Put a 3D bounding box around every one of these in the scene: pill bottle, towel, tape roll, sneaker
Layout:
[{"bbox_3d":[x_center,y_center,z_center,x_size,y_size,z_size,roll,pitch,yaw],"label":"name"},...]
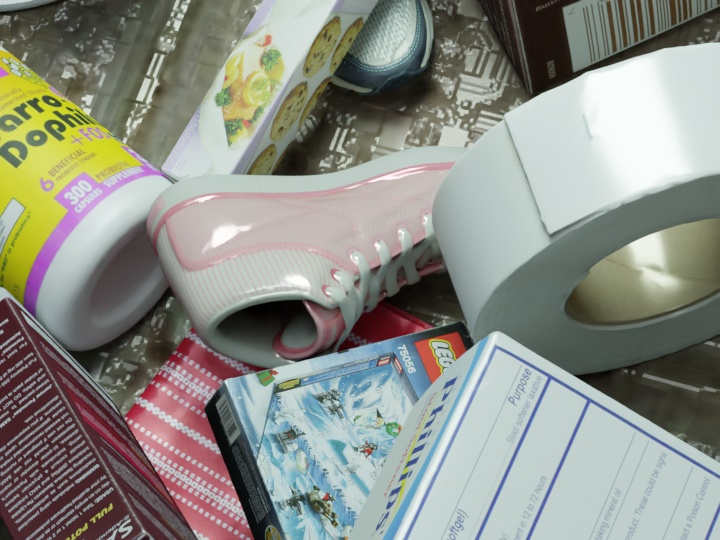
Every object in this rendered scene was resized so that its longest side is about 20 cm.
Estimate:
[{"bbox_3d":[-0.190,-0.053,1.518,0.200,0.104,0.104,37,78,21],"label":"pill bottle"},{"bbox_3d":[-0.051,0.090,1.479,0.145,0.022,0.200,31,76,21],"label":"towel"},{"bbox_3d":[0.137,-0.027,1.397,0.202,0.202,0.071,-19,66,1],"label":"tape roll"},{"bbox_3d":[0.000,0.000,1.449,0.200,0.075,0.105,-6,46,-17],"label":"sneaker"},{"bbox_3d":[-0.024,-0.184,1.555,0.078,0.086,0.200,-25,66,-1],"label":"sneaker"}]

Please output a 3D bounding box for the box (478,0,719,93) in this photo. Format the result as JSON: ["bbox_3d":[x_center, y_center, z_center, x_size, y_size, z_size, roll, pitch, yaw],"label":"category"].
[{"bbox_3d":[0.113,-0.235,1.509,0.166,0.164,0.200,-25,65,-2],"label":"box"}]

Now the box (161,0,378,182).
[{"bbox_3d":[-0.031,-0.122,1.491,0.039,0.041,0.200,29,85,26],"label":"box"}]

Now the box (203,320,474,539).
[{"bbox_3d":[0.023,0.133,1.394,0.137,0.040,0.200,-13,70,-26],"label":"box"}]

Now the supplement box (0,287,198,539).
[{"bbox_3d":[-0.135,0.109,1.400,0.061,0.109,0.200,-39,43,1],"label":"supplement box"}]

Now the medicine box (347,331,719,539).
[{"bbox_3d":[0.092,0.163,1.321,0.200,0.103,0.182,30,59,-5],"label":"medicine box"}]

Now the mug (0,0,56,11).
[{"bbox_3d":[-0.211,-0.272,1.581,0.133,0.178,0.200,-12,61,8],"label":"mug"}]
